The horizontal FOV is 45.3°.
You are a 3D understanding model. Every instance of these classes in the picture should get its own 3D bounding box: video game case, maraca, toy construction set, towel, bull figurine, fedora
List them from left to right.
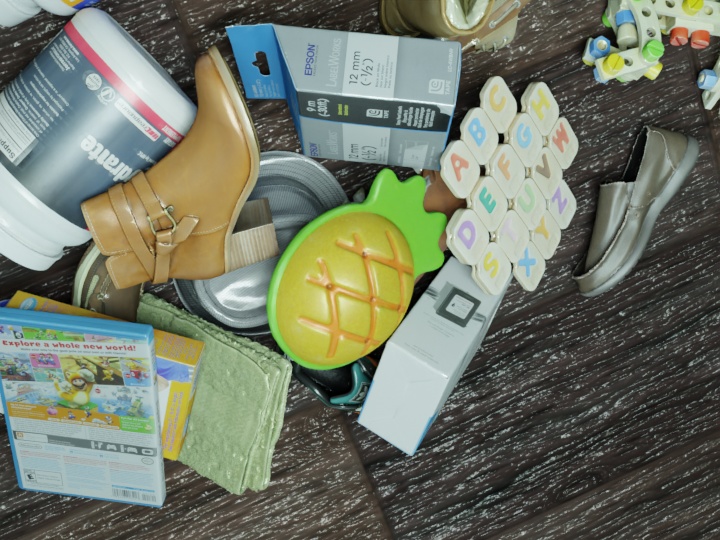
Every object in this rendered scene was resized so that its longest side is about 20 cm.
[{"bbox_3d":[-0.250,0.127,0.773,0.141,0.018,0.202,7,122,4],"label":"video game case"},{"bbox_3d":[-0.161,0.119,0.849,0.198,0.036,0.150,22,104,21],"label":"towel"},{"bbox_3d":[-0.091,-0.016,0.844,0.198,0.090,0.179,-27,109,-3],"label":"fedora"},{"bbox_3d":[0.000,0.000,0.775,0.200,0.107,0.138,-44,124,-15],"label":"maraca"},{"bbox_3d":[0.069,-0.070,0.864,0.121,0.065,0.200,43,75,-1],"label":"bull figurine"},{"bbox_3d":[0.322,-0.232,0.868,0.197,0.092,0.133,11,78,-22],"label":"toy construction set"}]

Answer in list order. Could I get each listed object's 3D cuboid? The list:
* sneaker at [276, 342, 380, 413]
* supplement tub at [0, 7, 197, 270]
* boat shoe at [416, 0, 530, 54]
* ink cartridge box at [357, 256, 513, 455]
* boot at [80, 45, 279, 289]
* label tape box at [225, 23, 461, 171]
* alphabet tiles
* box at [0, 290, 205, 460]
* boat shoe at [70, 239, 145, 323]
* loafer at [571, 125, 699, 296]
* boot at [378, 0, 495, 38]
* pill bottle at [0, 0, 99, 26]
[{"bbox_3d":[0.003,0.124,0.906,0.198,0.080,0.072,25,99,-17],"label":"sneaker"},{"bbox_3d":[-0.253,-0.114,0.759,0.200,0.140,0.140,-44,109,3],"label":"supplement tub"},{"bbox_3d":[0.121,-0.245,0.836,0.072,0.076,0.200,41,96,-20],"label":"boat shoe"},{"bbox_3d":[0.080,0.071,0.863,0.066,0.200,0.117,28,129,12],"label":"ink cartridge box"},{"bbox_3d":[-0.157,-0.075,0.717,0.152,0.074,0.203,-12,119,-7],"label":"boot"},{"bbox_3d":[-0.017,-0.152,0.771,0.197,0.143,0.067,4,75,1],"label":"label tape box"},{"bbox_3d":[0.152,-0.080,0.841,0.196,0.014,0.201,48,65,-36],"label":"alphabet tiles"},{"bbox_3d":[-0.249,0.095,0.786,0.197,0.042,0.120,15,122,-5],"label":"box"},{"bbox_3d":[-0.233,0.040,0.819,0.075,0.074,0.203,44,118,20],"label":"boat shoe"},{"bbox_3d":[0.278,-0.067,0.923,0.070,0.073,0.202,30,93,-7],"label":"loafer"},{"bbox_3d":[0.067,-0.287,0.743,0.065,0.200,0.178,-3,101,-11],"label":"boot"},{"bbox_3d":[-0.234,-0.284,0.720,0.198,0.112,0.113,-23,109,13],"label":"pill bottle"}]
